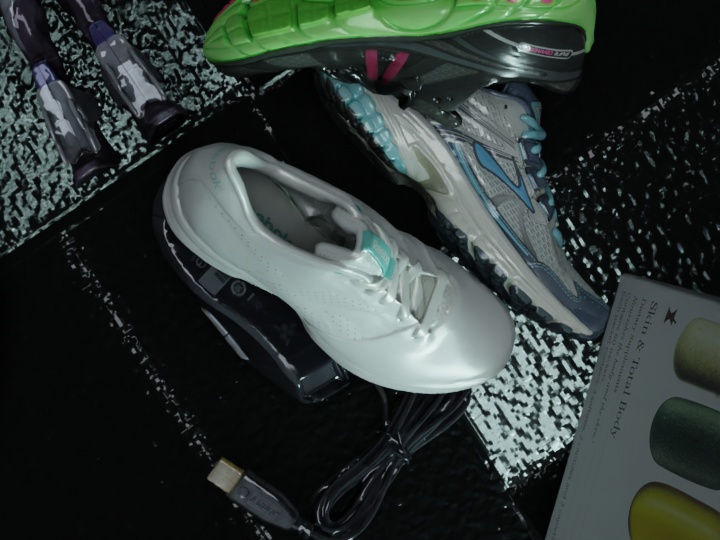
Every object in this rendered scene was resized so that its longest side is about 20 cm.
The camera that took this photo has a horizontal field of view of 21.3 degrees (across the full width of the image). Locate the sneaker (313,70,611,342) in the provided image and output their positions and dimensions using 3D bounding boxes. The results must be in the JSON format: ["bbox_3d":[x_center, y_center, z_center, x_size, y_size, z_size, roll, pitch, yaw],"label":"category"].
[{"bbox_3d":[0.070,-0.052,0.980,0.086,0.078,0.200,-42,95,-3],"label":"sneaker"}]

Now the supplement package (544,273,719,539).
[{"bbox_3d":[0.211,0.103,0.916,0.149,0.200,0.153,15,93,-22],"label":"supplement package"}]

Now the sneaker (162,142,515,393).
[{"bbox_3d":[0.000,0.000,0.938,0.199,0.088,0.076,28,72,-18],"label":"sneaker"}]

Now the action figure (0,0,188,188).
[{"bbox_3d":[-0.163,-0.147,0.966,0.129,0.069,0.201,-31,90,8],"label":"action figure"}]

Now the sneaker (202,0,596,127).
[{"bbox_3d":[0.015,-0.104,0.913,0.198,0.077,0.084,1,128,22],"label":"sneaker"}]

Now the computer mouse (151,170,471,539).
[{"bbox_3d":[-0.049,0.045,0.986,0.200,0.046,0.141,41,72,-13],"label":"computer mouse"}]
